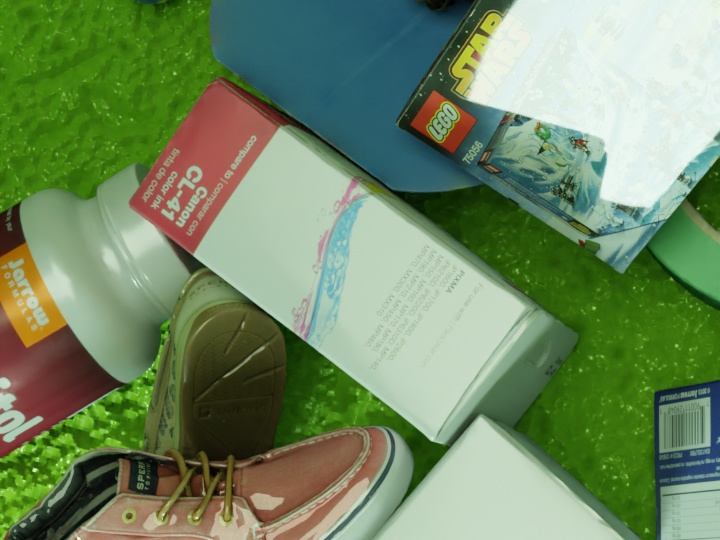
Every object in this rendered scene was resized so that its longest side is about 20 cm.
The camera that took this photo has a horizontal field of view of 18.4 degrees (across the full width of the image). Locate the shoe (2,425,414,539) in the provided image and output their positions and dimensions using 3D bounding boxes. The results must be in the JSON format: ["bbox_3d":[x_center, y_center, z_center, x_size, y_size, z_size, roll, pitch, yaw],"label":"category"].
[{"bbox_3d":[-0.077,0.118,1.078,0.200,0.091,0.072,-32,32,13],"label":"shoe"}]

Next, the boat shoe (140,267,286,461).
[{"bbox_3d":[-0.079,0.097,1.150,0.073,0.063,0.201,2,116,-22],"label":"boat shoe"}]

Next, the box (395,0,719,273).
[{"bbox_3d":[0.122,-0.106,1.040,0.137,0.040,0.200,33,130,-4],"label":"box"}]

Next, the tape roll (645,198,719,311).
[{"bbox_3d":[0.226,-0.071,1.132,0.200,0.048,0.201,-2,81,13],"label":"tape roll"}]

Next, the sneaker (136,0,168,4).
[{"bbox_3d":[-0.081,-0.241,1.220,0.083,0.071,0.200,41,95,10],"label":"sneaker"}]

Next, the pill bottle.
[{"bbox_3d":[-0.181,0.029,1.179,0.200,0.113,0.113,-31,76,7],"label":"pill bottle"}]

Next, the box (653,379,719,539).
[{"bbox_3d":[0.183,0.153,1.073,0.032,0.121,0.201,6,80,-21],"label":"box"}]

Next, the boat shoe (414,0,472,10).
[{"bbox_3d":[0.046,-0.165,1.153,0.200,0.072,0.068,38,84,10],"label":"boat shoe"}]

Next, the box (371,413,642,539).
[{"bbox_3d":[0.040,0.180,1.097,0.097,0.124,0.200,41,92,16],"label":"box"}]

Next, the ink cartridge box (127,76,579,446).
[{"bbox_3d":[0.000,0.000,1.123,0.200,0.148,0.086,39,94,16],"label":"ink cartridge box"}]

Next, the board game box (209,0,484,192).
[{"bbox_3d":[0.017,-0.110,1.169,0.200,0.039,0.158,36,57,16],"label":"board game box"}]
